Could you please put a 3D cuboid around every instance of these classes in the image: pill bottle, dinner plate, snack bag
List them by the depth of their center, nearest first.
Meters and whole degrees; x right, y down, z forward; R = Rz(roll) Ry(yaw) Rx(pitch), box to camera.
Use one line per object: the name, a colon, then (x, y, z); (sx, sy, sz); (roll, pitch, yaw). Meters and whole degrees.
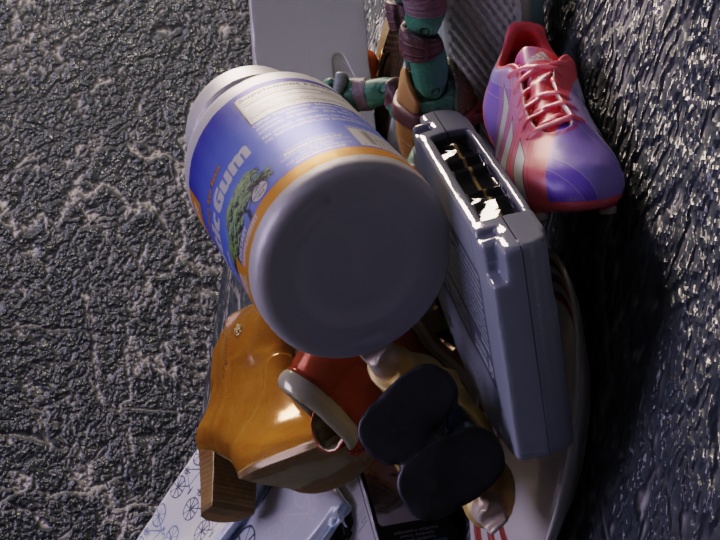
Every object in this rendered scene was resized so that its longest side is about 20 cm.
pill bottle: (-0.036, -0.044, 0.869); (0.200, 0.111, 0.113); (-130, 48, -57)
dinner plate: (0.098, 0.089, 0.884); (0.200, 0.024, 0.203); (-171, 90, -79)
snack bag: (-0.097, 0.193, 1.140); (0.189, 0.021, 0.200); (-54, 32, 9)

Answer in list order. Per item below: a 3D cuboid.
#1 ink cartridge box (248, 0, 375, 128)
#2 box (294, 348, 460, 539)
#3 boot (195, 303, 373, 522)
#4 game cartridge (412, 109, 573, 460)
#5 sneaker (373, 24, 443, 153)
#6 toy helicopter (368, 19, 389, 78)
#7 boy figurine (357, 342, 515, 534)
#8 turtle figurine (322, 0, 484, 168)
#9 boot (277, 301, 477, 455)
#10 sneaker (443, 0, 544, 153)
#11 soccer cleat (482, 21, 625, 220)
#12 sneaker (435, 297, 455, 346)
ink cartridge box: (-0.036, -0.112, 1.167); (0.200, 0.083, 0.147); (101, 164, -80)
box: (0.004, 0.136, 1.109); (0.117, 0.059, 0.202); (113, 146, -54)
boot: (-0.058, 0.084, 1.080); (0.201, 0.070, 0.146); (-30, 51, 49)
game cartridge: (0.068, 0.008, 0.825); (0.200, 0.040, 0.135); (-111, 13, -64)
sneaker: (0.068, -0.169, 1.075); (0.073, 0.084, 0.202); (-115, 40, -64)
toy helicopter: (0.059, -0.179, 1.241); (0.134, 0.078, 0.200); (-71, 22, 8)
boy figurine: (0.039, 0.090, 0.858); (0.125, 0.064, 0.200); (53, 178, 6)
turtle figurine: (0.028, -0.099, 0.967); (0.150, 0.100, 0.202); (-133, 37, -56)
boot: (0.012, 0.074, 0.967); (0.108, 0.075, 0.200); (-56, -33, -11)
sneaker: (0.090, -0.129, 1.033); (0.082, 0.073, 0.202); (-49, -22, -45)
soccer cleat: (0.103, -0.085, 0.867); (0.200, 0.066, 0.077); (-97, 3, -71)
sneaker: (0.000, 0.000, 1.048); (0.071, 0.198, 0.083); (-58, 31, 15)
